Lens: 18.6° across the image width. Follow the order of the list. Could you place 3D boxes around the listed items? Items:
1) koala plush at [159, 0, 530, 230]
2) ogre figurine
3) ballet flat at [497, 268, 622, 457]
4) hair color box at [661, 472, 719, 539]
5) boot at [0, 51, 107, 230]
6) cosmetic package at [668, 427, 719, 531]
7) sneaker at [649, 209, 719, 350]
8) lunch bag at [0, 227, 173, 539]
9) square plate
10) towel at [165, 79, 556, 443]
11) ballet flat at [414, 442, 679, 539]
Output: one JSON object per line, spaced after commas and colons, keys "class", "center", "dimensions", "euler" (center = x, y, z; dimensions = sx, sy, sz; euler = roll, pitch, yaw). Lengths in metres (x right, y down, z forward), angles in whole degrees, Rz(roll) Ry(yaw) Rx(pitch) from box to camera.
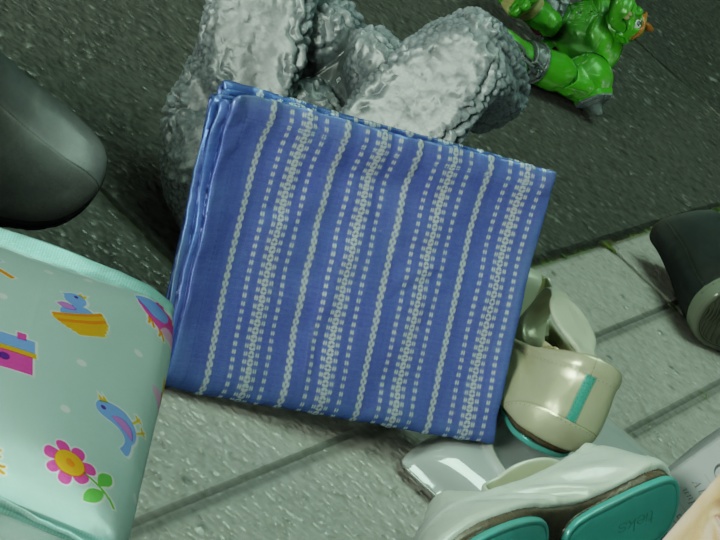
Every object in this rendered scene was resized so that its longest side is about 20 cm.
{"class": "koala plush", "center": [-0.010, -0.064, 1.197], "dimensions": [0.177, 0.185, 0.200], "euler": [28, 0, 13]}
{"class": "ogre figurine", "center": [0.166, -0.211, 1.771], "dimensions": [0.120, 0.098, 0.201], "euler": [38, 28, -25]}
{"class": "ballet flat", "center": [0.088, 0.033, 1.180], "dimensions": [0.069, 0.070, 0.200], "euler": [26, 12, -25]}
{"class": "hair color box", "center": [0.130, 0.176, 0.842], "dimensions": [0.065, 0.200, 0.110], "euler": [21, 27, -34]}
{"class": "boot", "center": [-0.177, -0.092, 0.921], "dimensions": [0.199, 0.131, 0.070], "euler": [31, 64, -19]}
{"class": "cosmetic package", "center": [0.289, 0.129, 1.121], "dimensions": [0.200, 0.200, 0.123], "euler": [54, 24, 7]}
{"class": "sneaker", "center": [0.299, 0.017, 1.561], "dimensions": [0.199, 0.075, 0.107], "euler": [21, 29, -32]}
{"class": "lunch bag", "center": [-0.175, 0.048, 0.748], "dimensions": [0.199, 0.122, 0.171], "euler": [25, 27, -9]}
{"class": "square plate", "center": [0.132, 0.131, 1.159], "dimensions": [0.198, 0.028, 0.200], "euler": [41, 23, 8]}
{"class": "towel", "center": [0.000, 0.000, 1.055], "dimensions": [0.199, 0.146, 0.024], "euler": [12, 1, -31]}
{"class": "ballet flat", "center": [0.070, 0.123, 1.032], "dimensions": [0.199, 0.070, 0.069], "euler": [-15, 54, -46]}
